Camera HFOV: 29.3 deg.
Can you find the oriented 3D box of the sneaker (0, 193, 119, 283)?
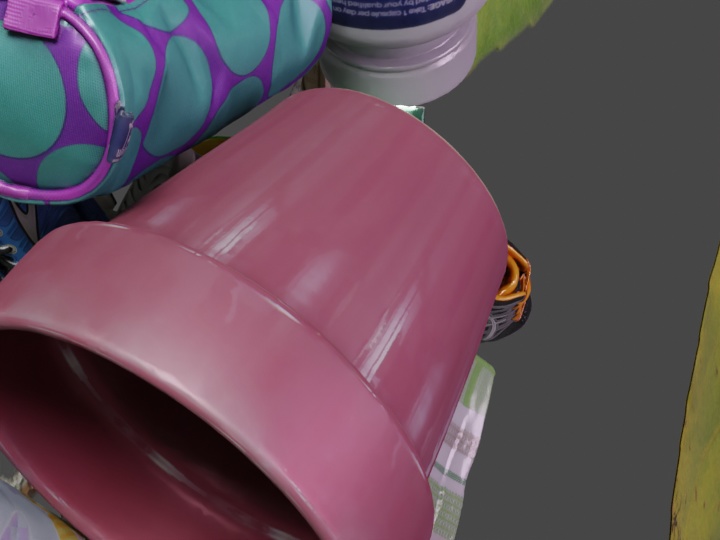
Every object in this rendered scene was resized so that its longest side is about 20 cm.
[{"bbox_3d":[-0.165,-0.033,0.606,0.089,0.078,0.201,-37,117,-43],"label":"sneaker"}]

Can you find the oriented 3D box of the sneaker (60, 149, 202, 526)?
[{"bbox_3d":[-0.081,0.042,0.696,0.106,0.075,0.201,11,93,-26],"label":"sneaker"}]

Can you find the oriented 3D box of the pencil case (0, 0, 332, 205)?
[{"bbox_3d":[-0.085,-0.096,0.581,0.200,0.085,0.093,-43,162,-58],"label":"pencil case"}]

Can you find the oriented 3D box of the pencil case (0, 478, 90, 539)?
[{"bbox_3d":[-0.157,0.146,0.600,0.091,0.083,0.200,-54,142,-11],"label":"pencil case"}]

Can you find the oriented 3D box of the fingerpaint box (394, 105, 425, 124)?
[{"bbox_3d":[0.000,0.000,0.773,0.200,0.073,0.168,-21,112,-89],"label":"fingerpaint box"}]

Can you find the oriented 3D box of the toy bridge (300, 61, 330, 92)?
[{"bbox_3d":[-0.012,-0.145,0.849,0.067,0.027,0.200,-53,162,-30],"label":"toy bridge"}]

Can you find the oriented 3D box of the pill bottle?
[{"bbox_3d":[0.012,-0.184,0.693,0.201,0.119,0.120,83,24,-51],"label":"pill bottle"}]

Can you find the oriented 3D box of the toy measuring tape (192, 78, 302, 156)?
[{"bbox_3d":[-0.072,-0.074,0.766,0.074,0.073,0.201,31,66,-58],"label":"toy measuring tape"}]

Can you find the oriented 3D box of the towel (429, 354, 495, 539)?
[{"bbox_3d":[0.051,0.145,1.032,0.149,0.031,0.201,43,59,-56],"label":"towel"}]

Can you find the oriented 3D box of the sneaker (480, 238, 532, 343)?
[{"bbox_3d":[0.104,0.013,1.101,0.200,0.077,0.079,28,65,-61],"label":"sneaker"}]

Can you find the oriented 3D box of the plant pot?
[{"bbox_3d":[-0.034,0.029,0.573,0.179,0.199,0.201,-52,136,-32],"label":"plant pot"}]
